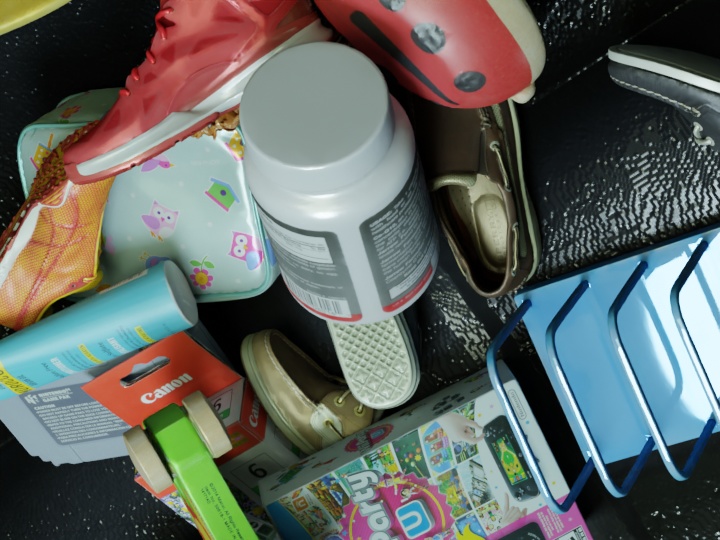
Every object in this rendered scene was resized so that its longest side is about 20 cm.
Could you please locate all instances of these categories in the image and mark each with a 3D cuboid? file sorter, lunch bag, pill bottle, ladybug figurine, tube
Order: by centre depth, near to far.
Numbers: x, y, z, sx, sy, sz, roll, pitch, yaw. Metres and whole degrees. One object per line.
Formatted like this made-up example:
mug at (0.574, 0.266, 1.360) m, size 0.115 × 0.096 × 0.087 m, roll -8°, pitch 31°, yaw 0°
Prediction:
ladybug figurine at (0.034, -0.173, 1.510) m, size 0.200 × 0.072 × 0.136 m, roll 40°, pitch 154°, yaw -6°
pill bottle at (-0.014, -0.057, 1.529) m, size 0.114 × 0.114 × 0.200 m, roll 13°, pitch 154°, yaw 16°
file sorter at (0.205, 0.067, 1.576) m, size 0.200 × 0.123 × 0.139 m, roll -19°, pitch 102°, yaw 27°
tube at (-0.215, 0.053, 1.671) m, size 0.200 × 0.077 × 0.051 m, roll -23°, pitch 59°, yaw 14°
lunch bag at (-0.148, -0.051, 1.698) m, size 0.199 × 0.077 × 0.161 m, roll -1°, pitch 115°, yaw 24°

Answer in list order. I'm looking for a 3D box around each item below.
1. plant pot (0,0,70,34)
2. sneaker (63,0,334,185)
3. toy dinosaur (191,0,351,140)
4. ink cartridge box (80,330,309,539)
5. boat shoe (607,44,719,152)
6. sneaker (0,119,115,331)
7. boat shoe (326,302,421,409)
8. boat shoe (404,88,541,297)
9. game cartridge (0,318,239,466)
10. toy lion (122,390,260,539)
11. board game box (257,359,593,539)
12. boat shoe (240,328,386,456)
plant pot at (-0.296, -0.269, 1.615) m, size 0.200 × 0.201 × 0.189 m, roll -26°, pitch 84°, yaw 28°
sneaker at (-0.128, -0.147, 1.533) m, size 0.200 × 0.078 × 0.116 m, roll -31°, pitch 96°, yaw -1°
toy dinosaur at (-0.067, -0.152, 1.592) m, size 0.136 × 0.200 × 0.102 m, roll 57°, pitch 153°, yaw 0°
ink cartridge box at (-0.105, 0.136, 1.725) m, size 0.109 × 0.050 × 0.200 m, roll -30°, pitch 125°, yaw 28°
boat shoe at (0.254, -0.100, 1.530) m, size 0.199 × 0.074 × 0.060 m, roll 16°, pitch 111°, yaw 6°
sneaker at (-0.207, -0.032, 1.657) m, size 0.077 × 0.073 × 0.200 m, roll 25°, pitch 131°, yaw -15°
boat shoe at (0.000, 0.000, 1.670) m, size 0.074 × 0.062 × 0.201 m, roll -15°, pitch 89°, yaw 11°
boat shoe at (0.075, -0.077, 1.603) m, size 0.075 × 0.075 × 0.203 m, roll -16°, pitch 104°, yaw 26°
game cartridge at (-0.188, 0.087, 1.761) m, size 0.199 × 0.042 × 0.133 m, roll -10°, pitch 130°, yaw 24°
toy lion at (-0.094, 0.186, 1.643) m, size 0.069 × 0.192 × 0.200 m, roll -30°, pitch 90°, yaw -8°
board game box at (0.048, 0.176, 1.665) m, size 0.200 × 0.064 × 0.148 m, roll -27°, pitch 105°, yaw -1°
boat shoe at (-0.006, 0.113, 1.716) m, size 0.066 × 0.074 × 0.200 m, roll -36°, pitch 105°, yaw 25°
